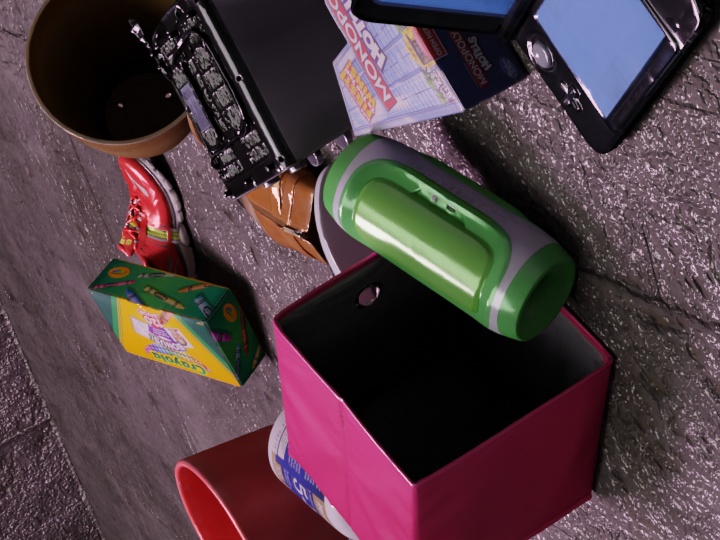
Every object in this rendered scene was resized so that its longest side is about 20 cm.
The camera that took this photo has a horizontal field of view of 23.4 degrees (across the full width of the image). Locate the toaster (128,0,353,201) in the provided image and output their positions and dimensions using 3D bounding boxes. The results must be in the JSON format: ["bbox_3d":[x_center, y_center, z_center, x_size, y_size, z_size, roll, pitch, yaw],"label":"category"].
[{"bbox_3d":[-0.092,-0.176,1.520,0.201,0.118,0.181,62,159,-3],"label":"toaster"}]

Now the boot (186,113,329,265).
[{"bbox_3d":[-0.083,-0.101,1.668,0.155,0.074,0.200,35,159,53],"label":"boot"}]

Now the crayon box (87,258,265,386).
[{"bbox_3d":[-0.223,0.062,2.105,0.199,0.058,0.119,13,144,36],"label":"crayon box"}]

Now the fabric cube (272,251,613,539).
[{"bbox_3d":[0.064,0.112,1.412,0.200,0.196,0.200,47,157,31],"label":"fabric cube"}]

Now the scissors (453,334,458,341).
[{"bbox_3d":[0.033,0.001,1.607,0.200,0.014,0.073,41,154,46],"label":"scissors"}]

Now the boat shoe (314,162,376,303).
[{"bbox_3d":[0.000,0.000,1.576,0.057,0.068,0.201,-9,100,68],"label":"boat shoe"}]

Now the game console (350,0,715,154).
[{"bbox_3d":[0.101,-0.161,1.085,0.176,0.116,0.200,57,160,12],"label":"game console"}]

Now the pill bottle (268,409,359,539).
[{"bbox_3d":[0.000,0.211,1.799,0.200,0.119,0.120,31,144,54],"label":"pill bottle"}]

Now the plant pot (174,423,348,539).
[{"bbox_3d":[-0.088,0.263,1.991,0.201,0.177,0.201,49,156,31],"label":"plant pot"}]

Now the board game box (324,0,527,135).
[{"bbox_3d":[0.020,-0.188,1.322,0.201,0.062,0.200,60,159,4],"label":"board game box"}]

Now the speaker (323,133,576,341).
[{"bbox_3d":[0.066,-0.028,1.339,0.200,0.088,0.089,35,149,28],"label":"speaker"}]

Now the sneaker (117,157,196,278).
[{"bbox_3d":[-0.262,-0.055,2.128,0.077,0.085,0.201,30,144,52],"label":"sneaker"}]

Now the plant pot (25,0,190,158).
[{"bbox_3d":[-0.234,-0.193,1.793,0.187,0.186,0.200,57,175,10],"label":"plant pot"}]
